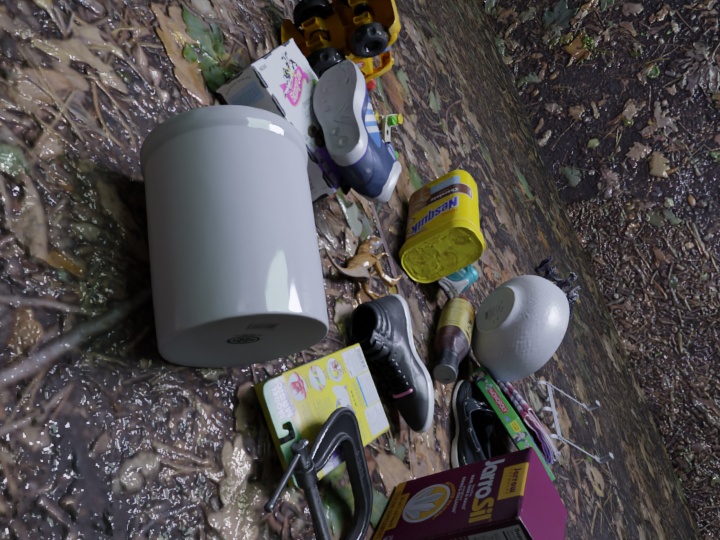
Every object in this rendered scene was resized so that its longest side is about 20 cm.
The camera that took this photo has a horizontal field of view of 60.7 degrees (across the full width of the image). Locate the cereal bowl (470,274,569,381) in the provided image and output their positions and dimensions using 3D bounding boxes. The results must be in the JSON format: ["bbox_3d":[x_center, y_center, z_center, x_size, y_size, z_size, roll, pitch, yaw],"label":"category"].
[{"bbox_3d":[0.269,0.090,1.099,0.083,0.200,0.201,34,38,-22],"label":"cereal bowl"}]

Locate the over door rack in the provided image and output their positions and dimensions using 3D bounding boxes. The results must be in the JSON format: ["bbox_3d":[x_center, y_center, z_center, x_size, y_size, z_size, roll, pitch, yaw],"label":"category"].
[{"bbox_3d":[0.478,0.353,1.413,0.198,0.067,0.149,23,45,-24],"label":"over door rack"}]

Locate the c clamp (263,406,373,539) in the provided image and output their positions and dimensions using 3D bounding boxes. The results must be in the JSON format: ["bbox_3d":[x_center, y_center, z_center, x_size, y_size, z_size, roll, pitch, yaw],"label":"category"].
[{"bbox_3d":[-0.033,0.235,0.623,0.171,0.027,0.202,-57,140,-51],"label":"c clamp"}]

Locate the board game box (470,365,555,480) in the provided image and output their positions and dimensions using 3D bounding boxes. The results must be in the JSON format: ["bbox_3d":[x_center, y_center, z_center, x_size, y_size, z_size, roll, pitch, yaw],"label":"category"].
[{"bbox_3d":[0.269,0.276,1.087,0.201,0.029,0.135,56,2,-35],"label":"board game box"}]

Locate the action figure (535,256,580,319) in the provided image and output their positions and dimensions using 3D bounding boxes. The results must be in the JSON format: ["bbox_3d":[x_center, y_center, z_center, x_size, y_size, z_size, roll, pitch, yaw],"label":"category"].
[{"bbox_3d":[0.628,0.056,1.897,0.200,0.101,0.119,49,20,-24],"label":"action figure"}]

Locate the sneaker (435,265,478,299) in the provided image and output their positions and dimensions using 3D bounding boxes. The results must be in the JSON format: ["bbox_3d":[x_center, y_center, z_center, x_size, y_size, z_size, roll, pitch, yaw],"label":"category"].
[{"bbox_3d":[0.183,-0.011,1.183,0.078,0.079,0.201,55,13,-22],"label":"sneaker"}]

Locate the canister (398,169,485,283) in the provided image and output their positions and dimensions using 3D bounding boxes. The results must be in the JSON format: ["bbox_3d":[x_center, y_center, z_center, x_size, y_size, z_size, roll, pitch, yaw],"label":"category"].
[{"bbox_3d":[0.151,-0.087,1.137,0.087,0.147,0.201,49,29,-27],"label":"canister"}]

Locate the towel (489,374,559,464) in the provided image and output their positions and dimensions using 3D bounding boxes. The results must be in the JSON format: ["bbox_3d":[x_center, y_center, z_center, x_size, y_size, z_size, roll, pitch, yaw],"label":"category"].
[{"bbox_3d":[0.286,0.251,1.142,0.147,0.030,0.200,55,1,-29],"label":"towel"}]

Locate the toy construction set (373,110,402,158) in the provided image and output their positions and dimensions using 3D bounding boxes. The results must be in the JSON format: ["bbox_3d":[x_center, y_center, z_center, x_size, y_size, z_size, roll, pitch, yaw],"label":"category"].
[{"bbox_3d":[-0.001,-0.238,1.052,0.199,0.091,0.133,15,79,-46],"label":"toy construction set"}]

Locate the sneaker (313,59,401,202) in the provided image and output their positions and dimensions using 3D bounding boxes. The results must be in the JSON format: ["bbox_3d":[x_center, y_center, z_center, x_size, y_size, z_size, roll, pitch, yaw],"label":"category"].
[{"bbox_3d":[0.002,-0.191,0.896,0.146,0.080,0.202,45,30,-50],"label":"sneaker"}]

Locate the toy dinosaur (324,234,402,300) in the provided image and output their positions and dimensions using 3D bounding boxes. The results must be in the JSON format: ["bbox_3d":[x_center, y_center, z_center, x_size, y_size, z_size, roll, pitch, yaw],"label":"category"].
[{"bbox_3d":[0.000,0.000,0.918,0.106,0.060,0.200,43,21,2],"label":"toy dinosaur"}]

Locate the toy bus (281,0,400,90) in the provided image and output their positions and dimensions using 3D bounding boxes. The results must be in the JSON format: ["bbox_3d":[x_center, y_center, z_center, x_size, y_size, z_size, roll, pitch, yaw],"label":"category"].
[{"bbox_3d":[-0.007,-0.380,1.056,0.192,0.198,0.137,27,45,-60],"label":"toy bus"}]

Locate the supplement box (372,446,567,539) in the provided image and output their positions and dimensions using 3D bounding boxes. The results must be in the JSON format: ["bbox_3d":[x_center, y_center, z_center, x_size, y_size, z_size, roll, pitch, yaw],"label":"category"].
[{"bbox_3d":[0.126,0.307,0.717,0.104,0.198,0.131,61,27,-7],"label":"supplement box"}]

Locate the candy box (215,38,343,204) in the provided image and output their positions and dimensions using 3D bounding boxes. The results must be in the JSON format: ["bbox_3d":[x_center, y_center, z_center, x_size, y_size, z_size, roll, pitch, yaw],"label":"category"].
[{"bbox_3d":[-0.094,-0.214,0.893,0.201,0.071,0.168,55,29,-19],"label":"candy box"}]

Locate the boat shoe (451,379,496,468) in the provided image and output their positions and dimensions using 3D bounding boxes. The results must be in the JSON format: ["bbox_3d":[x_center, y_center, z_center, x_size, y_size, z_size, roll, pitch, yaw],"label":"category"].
[{"bbox_3d":[0.193,0.254,1.016,0.075,0.066,0.200,52,30,-19],"label":"boat shoe"}]

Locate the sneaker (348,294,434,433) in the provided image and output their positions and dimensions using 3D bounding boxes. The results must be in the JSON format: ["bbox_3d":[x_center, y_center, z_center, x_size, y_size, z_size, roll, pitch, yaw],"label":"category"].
[{"bbox_3d":[0.037,0.131,0.856,0.099,0.070,0.203,3,68,-48],"label":"sneaker"}]

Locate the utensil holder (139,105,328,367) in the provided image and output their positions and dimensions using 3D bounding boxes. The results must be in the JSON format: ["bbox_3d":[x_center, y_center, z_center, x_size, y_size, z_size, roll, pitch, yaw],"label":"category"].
[{"bbox_3d":[-0.122,-0.025,0.597,0.169,0.169,0.203,20,54,-53],"label":"utensil holder"}]

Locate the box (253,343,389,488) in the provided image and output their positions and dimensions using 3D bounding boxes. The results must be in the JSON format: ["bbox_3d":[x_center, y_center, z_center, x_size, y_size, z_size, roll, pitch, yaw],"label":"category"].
[{"bbox_3d":[-0.044,0.162,0.704,0.199,0.048,0.119,-8,75,-63],"label":"box"}]

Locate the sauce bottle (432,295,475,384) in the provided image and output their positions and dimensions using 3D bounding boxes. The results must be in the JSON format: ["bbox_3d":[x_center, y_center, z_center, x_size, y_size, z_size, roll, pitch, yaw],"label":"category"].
[{"bbox_3d":[0.161,0.120,1.076,0.066,0.066,0.201,54,31,-19],"label":"sauce bottle"}]
